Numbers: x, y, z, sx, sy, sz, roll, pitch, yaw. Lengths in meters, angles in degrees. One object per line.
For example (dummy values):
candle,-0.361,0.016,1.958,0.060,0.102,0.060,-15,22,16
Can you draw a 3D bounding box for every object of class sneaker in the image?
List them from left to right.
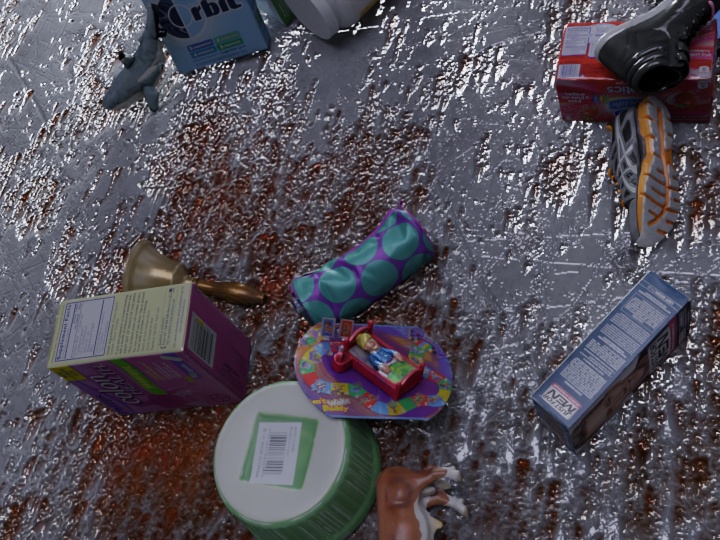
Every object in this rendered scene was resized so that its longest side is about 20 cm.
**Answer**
sneaker,0.356,-0.121,1.132,0.077,0.078,0.202,-16,58,45
sneaker,0.399,-0.287,1.089,0.199,0.071,0.100,-30,58,10

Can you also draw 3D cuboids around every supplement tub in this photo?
supplement tub,-0.023,-0.489,1.432,0.200,0.146,0.145,-45,56,-8

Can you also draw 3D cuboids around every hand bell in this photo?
hand bell,-0.231,0.021,1.279,0.198,0.104,0.105,9,65,12

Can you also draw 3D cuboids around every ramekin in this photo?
ramekin,-0.082,0.234,1.079,0.198,0.098,0.202,-9,60,16

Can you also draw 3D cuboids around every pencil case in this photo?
pencil case,0.000,0.000,1.186,0.199,0.085,0.093,-35,89,-1

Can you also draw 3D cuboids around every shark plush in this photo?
shark plush,-0.368,-0.345,1.477,0.200,0.083,0.091,-49,53,44

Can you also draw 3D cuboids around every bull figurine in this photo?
bull figurine,0.064,0.316,0.999,0.120,0.065,0.202,-9,62,12

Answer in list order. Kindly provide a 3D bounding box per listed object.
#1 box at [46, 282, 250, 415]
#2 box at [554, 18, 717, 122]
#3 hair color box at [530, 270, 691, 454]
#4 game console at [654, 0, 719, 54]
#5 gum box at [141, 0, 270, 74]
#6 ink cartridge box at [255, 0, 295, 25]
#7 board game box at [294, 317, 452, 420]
box,-0.275,0.110,1.177,0.198,0.176,0.097,-7,59,17
box,0.369,-0.265,1.184,0.198,0.096,0.100,4,65,22
hair color box,0.287,0.106,1.007,0.200,0.100,0.060,-45,58,-6
game console,0.504,-0.412,1.202,0.199,0.117,0.177,-23,56,8
gum box,-0.265,-0.442,1.466,0.168,0.201,0.045,-12,41,15
ink cartridge box,-0.107,-0.544,1.495,0.200,0.145,0.084,-46,56,-8
board game box,0.019,0.108,1.083,0.198,0.039,0.159,3,40,-8
